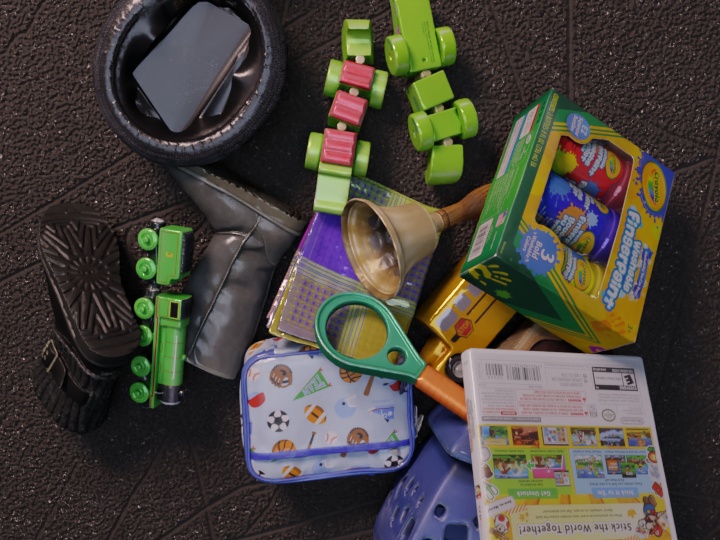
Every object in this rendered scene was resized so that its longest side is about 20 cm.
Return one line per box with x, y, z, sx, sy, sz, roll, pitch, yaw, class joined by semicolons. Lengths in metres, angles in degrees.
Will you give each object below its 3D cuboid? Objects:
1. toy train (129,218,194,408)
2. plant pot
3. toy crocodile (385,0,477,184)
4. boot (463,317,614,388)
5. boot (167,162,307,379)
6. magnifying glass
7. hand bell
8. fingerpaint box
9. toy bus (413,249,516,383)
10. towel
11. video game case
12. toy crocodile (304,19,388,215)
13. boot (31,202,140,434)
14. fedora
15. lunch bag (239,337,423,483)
-0.203;0.048;0.799;0.055;0.042;0.204;8;102;10;toy train
0.136;0.253;0.809;0.197;0.200;0.182;20;91;-3;plant pot
0.070;-0.189;0.803;0.067;0.062;0.203;-18;96;-10;toy crocodile
0.211;0.132;0.809;0.200;0.072;0.167;-40;93;-31;boot
-0.169;-0.006;0.836;0.180;0.073;0.202;31;104;-3;boot
0.042;0.090;0.752;0.199;0.023;0.080;34;60;11;magnifying glass
0.089;-0.053;0.798;0.198;0.104;0.106;-22;100;-26;hand bell
0.210;-0.048;0.765;0.165;0.073;0.202;30;65;-13;fingerpaint box
0.125;0.031;0.822;0.078;0.065;0.200;42;87;-8;toy bus
0.000;0.000;0.813;0.142;0.023;0.202;23;74;-2;towel
0.194;0.168;0.724;0.197;0.023;0.185;5;66;-19;video game case
-0.015;-0.158;0.801;0.066;0.062;0.203;13;87;-2;toy crocodile
-0.309;0.052;0.830;0.078;0.213;0.158;-2;145;-35;boot
-0.166;-0.204;0.786;0.197;0.092;0.204;0;99;0;fedora
-0.031;0.151;0.842;0.196;0.076;0.163;-2;97;-7;lunch bag
